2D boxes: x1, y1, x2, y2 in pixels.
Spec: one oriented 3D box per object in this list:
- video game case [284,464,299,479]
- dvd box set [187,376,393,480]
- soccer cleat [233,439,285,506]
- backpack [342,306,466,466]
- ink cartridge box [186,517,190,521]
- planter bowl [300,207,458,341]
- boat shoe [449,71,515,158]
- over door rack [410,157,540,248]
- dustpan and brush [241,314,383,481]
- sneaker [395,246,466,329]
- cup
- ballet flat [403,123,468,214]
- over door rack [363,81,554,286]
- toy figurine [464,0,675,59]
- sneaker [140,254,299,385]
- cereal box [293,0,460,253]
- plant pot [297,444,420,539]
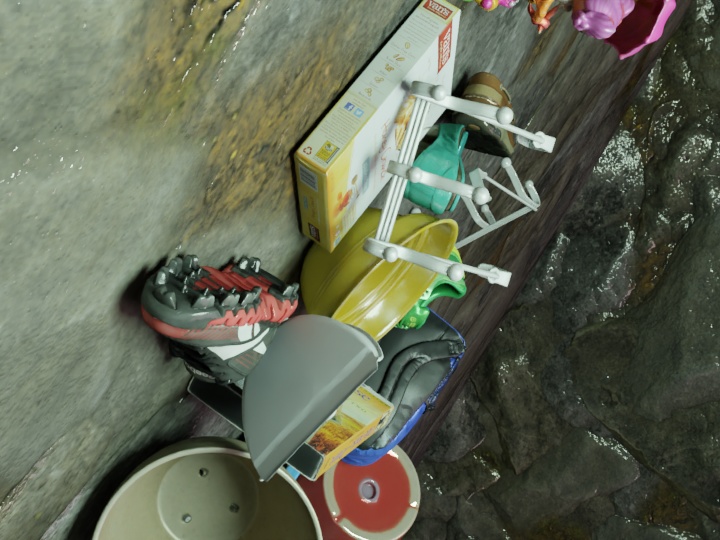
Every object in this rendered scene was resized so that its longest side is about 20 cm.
[{"bbox_3d":[-0.108,0.276,1.120,0.144,0.018,0.200,-53,177,-30],"label":"video game case"},{"bbox_3d":[-0.059,0.125,0.910,0.030,0.145,0.200,-61,165,14],"label":"dvd box set"},{"bbox_3d":[-0.122,0.212,1.077,0.200,0.067,0.082,-11,124,-80],"label":"soccer cleat"},{"bbox_3d":[0.016,0.143,1.175,0.201,0.161,0.169,-51,168,-24],"label":"backpack"},{"bbox_3d":[-0.215,0.344,1.068,0.200,0.044,0.095,-47,162,-35],"label":"ink cartridge box"},{"bbox_3d":[0.000,0.000,0.934,0.200,0.083,0.201,-40,161,-17],"label":"planter bowl"},{"bbox_3d":[0.153,-0.182,1.107,0.200,0.074,0.075,16,90,-81],"label":"boat shoe"},{"bbox_3d":[0.118,-0.078,1.125,0.146,0.068,0.199,-29,166,26],"label":"over door rack"},{"bbox_3d":[-0.058,0.074,0.802,0.140,0.201,0.057,-45,135,7],"label":"dustpan and brush"},{"bbox_3d":[0.039,0.032,1.078,0.197,0.085,0.074,-23,165,-17],"label":"sneaker"},{"bbox_3d":[-0.139,0.235,0.854,0.202,0.199,0.143,-57,-167,2],"label":"cup"},{"bbox_3d":[0.072,-0.117,0.959,0.201,0.069,0.068,-72,-175,-67],"label":"ballet flat"},{"bbox_3d":[0.101,-0.068,0.821,0.198,0.066,0.150,11,100,-48],"label":"over door rack"},{"bbox_3d":[0.185,-0.257,0.822,0.200,0.183,0.151,-42,160,-42],"label":"toy figurine"},{"bbox_3d":[-0.111,0.043,0.706,0.099,0.070,0.200,-60,167,7],"label":"sneaker"},{"bbox_3d":[0.017,-0.128,0.830,0.201,0.039,0.144,-52,164,-19],"label":"cereal box"},{"bbox_3d":[-0.019,0.314,1.265,0.201,0.200,0.177,-46,180,-35],"label":"plant pot"}]
